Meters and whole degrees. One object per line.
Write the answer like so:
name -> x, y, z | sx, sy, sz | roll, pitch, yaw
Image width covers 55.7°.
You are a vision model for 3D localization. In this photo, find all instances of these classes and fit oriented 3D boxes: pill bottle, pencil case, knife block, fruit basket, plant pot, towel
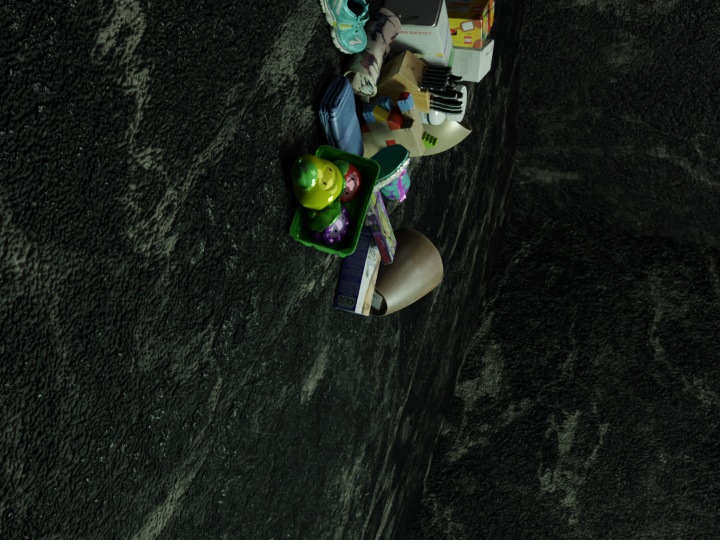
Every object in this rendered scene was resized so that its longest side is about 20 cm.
pill bottle -> 0.152, -0.414, 1.646 | 0.111, 0.195, 0.114 | 11, 90, -71
pencil case -> 0.076, -0.234, 1.644 | 0.084, 0.093, 0.200 | -37, 169, 1
knife block -> 0.126, -0.383, 1.471 | 0.174, 0.198, 0.065 | 33, 66, -25
fruit basket -> -0.057, -0.145, 1.302 | 0.216, 0.151, 0.222 | 17, 90, -87
plant pot -> 0.180, -0.389, 1.809 | 0.135, 0.201, 0.200 | -47, 172, 22
pencil case -> 0.026, -0.462, 1.442 | 0.090, 0.076, 0.204 | 89, 19, -64
plant pot -> 0.087, 0.022, 1.772 | 0.200, 0.184, 0.191 | -41, 140, -39
towel -> -0.039, -0.286, 1.395 | 0.202, 0.047, 0.113 | 74, 32, -51

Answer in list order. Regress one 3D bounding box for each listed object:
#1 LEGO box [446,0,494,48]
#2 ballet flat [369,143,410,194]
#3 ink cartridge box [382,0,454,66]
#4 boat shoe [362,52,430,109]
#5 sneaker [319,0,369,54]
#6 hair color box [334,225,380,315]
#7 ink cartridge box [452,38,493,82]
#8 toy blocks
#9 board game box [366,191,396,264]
LEGO box -> 0.234, -0.651, 1.752 | 0.078, 0.195, 0.151 | 80, 29, -45
ballet flat -> 0.028, -0.201, 1.472 | 0.072, 0.198, 0.072 | 51, 15, -20
ink cartridge box -> 0.136, -0.548, 1.609 | 0.200, 0.141, 0.090 | 49, 53, -65
boat shoe -> 0.087, -0.423, 1.558 | 0.200, 0.064, 0.074 | -44, 144, -13
sneaker -> -0.020, -0.481, 1.298 | 0.200, 0.078, 0.080 | 47, 57, -68
hair color box -> 0.000, 0.000, 1.641 | 0.109, 0.063, 0.206 | 23, 80, -71
ink cartridge box -> 0.245, -0.572, 1.825 | 0.147, 0.195, 0.085 | -50, 146, -53
toy blocks -> 0.054, -0.312, 1.474 | 0.138, 0.195, 0.101 | 60, 42, -40
board game box -> 0.039, -0.130, 1.596 | 0.121, 0.031, 0.204 | -64, 138, -62
